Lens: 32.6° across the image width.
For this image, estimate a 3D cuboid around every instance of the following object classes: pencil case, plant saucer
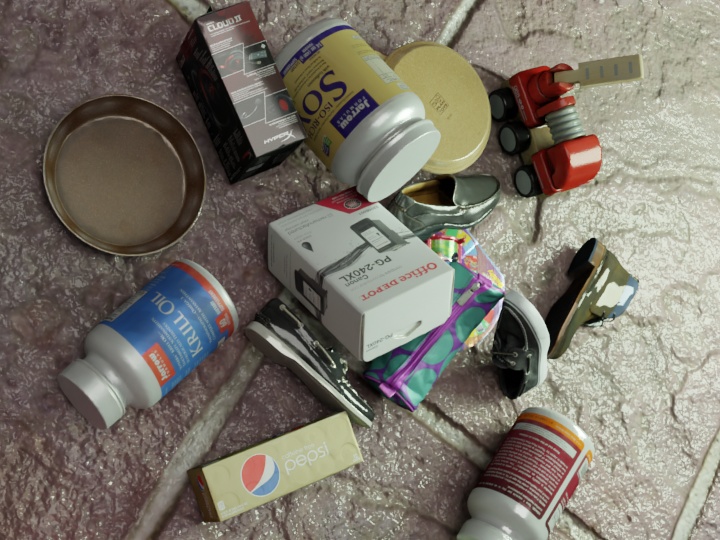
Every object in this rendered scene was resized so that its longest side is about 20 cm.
[{"bbox_3d":[0.092,0.081,1.558,0.085,0.092,0.200,38,84,3],"label":"pencil case"},{"bbox_3d":[-0.285,-0.112,1.483,0.199,0.034,0.202,5,77,-24],"label":"plant saucer"}]

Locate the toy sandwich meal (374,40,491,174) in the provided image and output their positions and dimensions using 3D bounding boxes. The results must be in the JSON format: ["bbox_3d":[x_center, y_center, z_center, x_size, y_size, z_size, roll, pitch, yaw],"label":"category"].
[{"bbox_3d":[0.084,-0.216,1.668,0.204,0.070,0.207,6,77,-27],"label":"toy sandwich meal"}]

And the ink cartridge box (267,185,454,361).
[{"bbox_3d":[0.000,0.000,1.507,0.145,0.084,0.200,-25,49,-29],"label":"ink cartridge box"}]

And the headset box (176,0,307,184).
[{"bbox_3d":[-0.152,-0.223,1.503,0.075,0.149,0.201,-24,88,-20],"label":"headset box"}]

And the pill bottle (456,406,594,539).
[{"bbox_3d":[0.209,0.284,1.584,0.113,0.113,0.200,42,64,-11],"label":"pill bottle"}]

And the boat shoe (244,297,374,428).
[{"bbox_3d":[-0.052,0.116,1.524,0.200,0.074,0.060,40,69,-3],"label":"boat shoe"}]

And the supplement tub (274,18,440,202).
[{"bbox_3d":[-0.010,-0.199,1.537,0.145,0.146,0.200,-35,74,-27],"label":"supplement tub"}]

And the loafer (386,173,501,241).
[{"bbox_3d":[0.117,-0.095,1.634,0.199,0.073,0.073,-25,58,-36],"label":"loafer"}]

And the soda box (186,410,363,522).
[{"bbox_3d":[-0.101,0.235,1.475,0.199,0.064,0.068,-18,86,-27],"label":"soda box"}]

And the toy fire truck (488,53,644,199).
[{"bbox_3d":[0.294,-0.210,1.687,0.128,0.200,0.177,-17,86,-27],"label":"toy fire truck"}]

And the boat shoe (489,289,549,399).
[{"bbox_3d":[0.198,0.104,1.596,0.066,0.200,0.070,-40,60,-17],"label":"boat shoe"}]

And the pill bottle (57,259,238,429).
[{"bbox_3d":[-0.245,0.088,1.413,0.200,0.112,0.112,-44,98,-27],"label":"pill bottle"}]

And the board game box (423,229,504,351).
[{"bbox_3d":[0.118,0.006,1.644,0.158,0.039,0.200,-42,98,-27],"label":"board game box"}]

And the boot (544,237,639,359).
[{"bbox_3d":[0.324,0.057,1.713,0.097,0.075,0.201,34,64,-12],"label":"boot"}]
